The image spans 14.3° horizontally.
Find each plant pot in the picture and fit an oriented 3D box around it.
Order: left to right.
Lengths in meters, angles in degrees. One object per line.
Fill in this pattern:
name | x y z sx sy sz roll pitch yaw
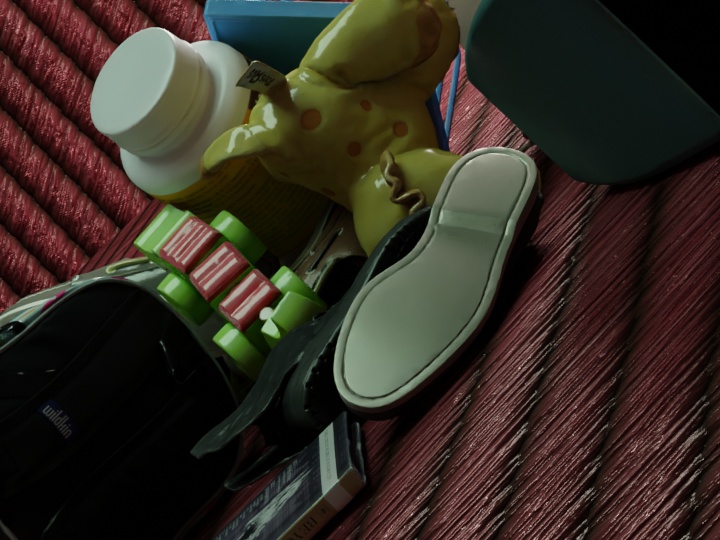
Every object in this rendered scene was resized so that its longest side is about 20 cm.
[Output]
plant pot | 0.145 -0.134 1.509 0.141 0.141 0.200 -48 1 -24

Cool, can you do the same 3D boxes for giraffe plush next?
giraffe plush | 0.021 -0.064 1.729 0.173 0.162 0.200 -50 -13 26

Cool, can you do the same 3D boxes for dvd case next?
dvd case | -0.072 0.162 1.518 0.200 0.016 0.149 -45 7 5

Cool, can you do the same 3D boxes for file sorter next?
file sorter | -0.012 -0.164 1.941 0.200 0.138 0.123 72 -157 -60

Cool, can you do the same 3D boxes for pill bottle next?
pill bottle | -0.081 -0.077 1.877 0.109 0.200 0.110 -26 48 32

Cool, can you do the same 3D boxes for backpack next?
backpack | -0.176 0.109 1.746 0.200 0.178 0.150 -45 12 -32

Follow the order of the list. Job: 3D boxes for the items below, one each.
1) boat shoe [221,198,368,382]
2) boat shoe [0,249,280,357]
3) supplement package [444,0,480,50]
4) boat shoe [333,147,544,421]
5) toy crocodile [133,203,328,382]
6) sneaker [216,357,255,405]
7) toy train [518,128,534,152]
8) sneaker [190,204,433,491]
boat shoe | 0.000 0.000 1.819 0.200 0.072 0.068 -52 32 -17
boat shoe | -0.147 0.026 1.877 0.201 0.072 0.060 -10 35 15
supplement package | 0.134 -0.199 1.917 0.121 0.120 0.200 -40 9 21
boat shoe | 0.048 0.019 1.559 0.063 0.072 0.200 81 -149 -44
toy crocodile | -0.080 0.008 1.767 0.068 0.062 0.200 -45 42 -5
sneaker | -0.120 0.081 1.923 0.200 0.076 0.076 -37 22 -18
toy train | 0.112 -0.148 1.782 0.200 0.116 0.085 -36 11 46
sneaker | -0.010 0.041 1.649 0.200 0.060 0.104 -52 15 -21
